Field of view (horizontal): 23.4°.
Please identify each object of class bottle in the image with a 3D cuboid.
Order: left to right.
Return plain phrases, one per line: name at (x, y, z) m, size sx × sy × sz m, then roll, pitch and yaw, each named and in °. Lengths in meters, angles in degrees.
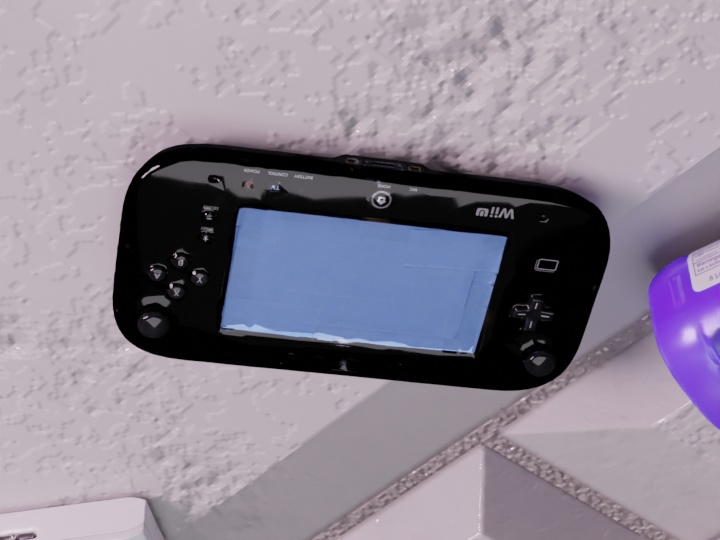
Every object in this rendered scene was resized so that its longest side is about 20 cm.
bottle at (0.218, -0.003, 0.701) m, size 0.199 × 0.066 × 0.084 m, roll -28°, pitch 129°, yaw 24°

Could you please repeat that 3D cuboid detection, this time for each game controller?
game controller at (0.000, 0.000, 0.711) m, size 0.198 × 0.042 × 0.105 m, roll 6°, pitch 136°, yaw -10°

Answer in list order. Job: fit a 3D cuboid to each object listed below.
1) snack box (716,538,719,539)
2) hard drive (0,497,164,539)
snack box at (0.238, 0.139, 0.882) m, size 0.072 × 0.024 × 0.200 m, roll 31°, pitch 128°, yaw -29°
hard drive at (-0.150, 0.195, 0.921) m, size 0.131 × 0.027 × 0.201 m, roll -8°, pitch 137°, yaw 6°
